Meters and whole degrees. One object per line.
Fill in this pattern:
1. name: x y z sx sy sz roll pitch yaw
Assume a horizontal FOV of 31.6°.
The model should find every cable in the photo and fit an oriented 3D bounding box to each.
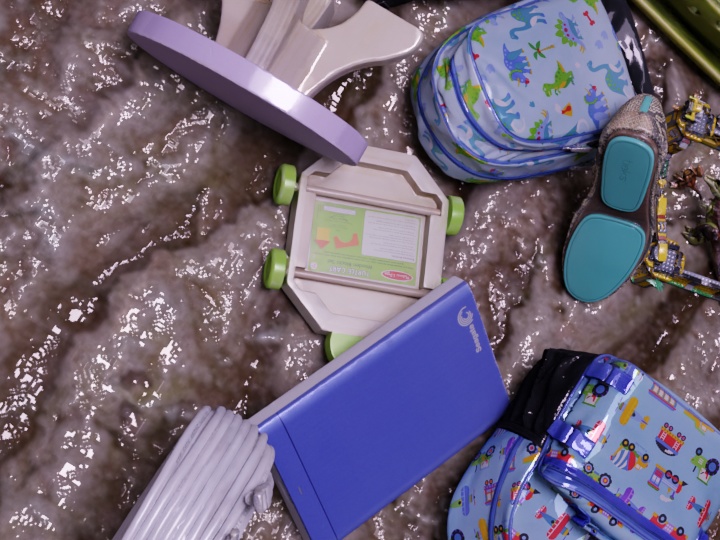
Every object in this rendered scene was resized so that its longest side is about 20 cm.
1. cable: -0.131 0.186 0.862 0.069 0.200 0.200 33 99 -5

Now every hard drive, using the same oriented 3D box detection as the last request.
1. hard drive: 0.021 0.112 0.981 0.200 0.025 0.132 -34 122 -20

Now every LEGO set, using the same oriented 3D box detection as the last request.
1. LEGO set: 0.322 -0.060 1.087 0.153 0.116 0.201 27 73 -11

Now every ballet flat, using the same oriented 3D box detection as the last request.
1. ballet flat: 0.213 -0.060 1.033 0.068 0.201 0.075 20 49 13

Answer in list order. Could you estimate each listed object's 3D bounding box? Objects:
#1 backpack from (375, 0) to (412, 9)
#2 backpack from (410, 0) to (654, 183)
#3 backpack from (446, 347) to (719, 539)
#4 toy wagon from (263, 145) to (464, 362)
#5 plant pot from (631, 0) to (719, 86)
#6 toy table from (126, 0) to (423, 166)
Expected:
1. backpack: 0.101 -0.324 1.041 0.199 0.163 0.169 -3 61 -16
2. backpack: 0.138 -0.151 1.044 0.199 0.154 0.164 -16 91 -9
3. backpack: 0.174 0.183 0.986 0.182 0.134 0.200 41 75 -16
4. toy wagon: 0.000 0.000 1.018 0.154 0.040 0.201 10 79 -15
5. plant pot: 0.345 -0.281 1.100 0.199 0.181 0.200 42 71 -7
6. toy table: -0.061 -0.178 0.965 0.199 0.184 0.117 31 86 -8
